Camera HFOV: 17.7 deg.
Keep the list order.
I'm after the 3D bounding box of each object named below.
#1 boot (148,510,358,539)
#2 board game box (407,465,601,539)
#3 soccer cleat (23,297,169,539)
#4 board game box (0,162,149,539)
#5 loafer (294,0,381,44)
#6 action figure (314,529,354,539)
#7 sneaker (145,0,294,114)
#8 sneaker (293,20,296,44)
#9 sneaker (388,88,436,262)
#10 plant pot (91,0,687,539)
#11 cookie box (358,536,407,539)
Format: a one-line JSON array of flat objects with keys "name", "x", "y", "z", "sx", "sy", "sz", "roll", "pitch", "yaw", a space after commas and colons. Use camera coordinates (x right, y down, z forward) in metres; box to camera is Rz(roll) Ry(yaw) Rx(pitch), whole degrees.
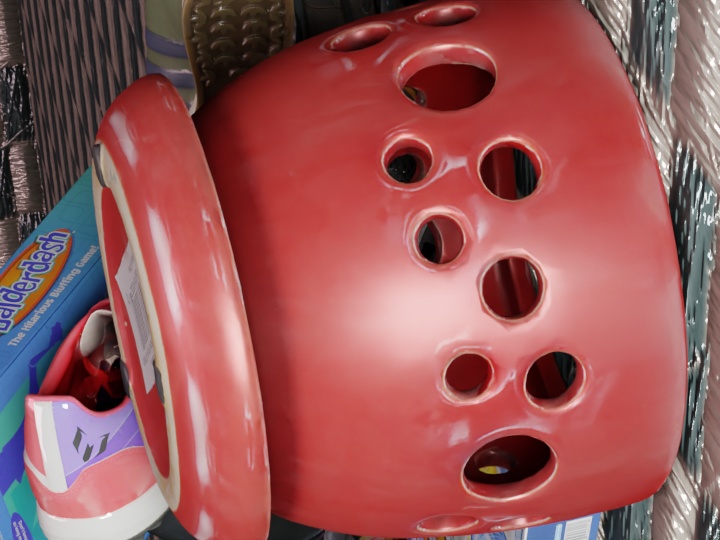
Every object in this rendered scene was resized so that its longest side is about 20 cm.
[{"name": "boot", "x": -0.023, "y": 0.163, "z": 1.012, "sx": 0.066, "sy": 0.165, "sz": 0.201, "roll": -39, "pitch": 61, "yaw": 25}, {"name": "board game box", "x": 0.060, "y": 0.115, "z": 1.030, "sx": 0.200, "sy": 0.034, "sz": 0.136, "roll": 92, "pitch": 162, "yaw": -47}, {"name": "soccer cleat", "x": -0.085, "y": 0.032, "z": 0.970, "sx": 0.200, "sy": 0.068, "sz": 0.073, "roll": -60, "pitch": -36, "yaw": -52}, {"name": "board game box", "x": -0.130, "y": 0.065, "z": 1.036, "sx": 0.200, "sy": 0.045, "sz": 0.153, "roll": -54, "pitch": -37, "yaw": -40}, {"name": "loafer", "x": 0.000, "y": -0.129, "z": 1.070, "sx": 0.072, "sy": 0.063, "sz": 0.201, "roll": -69, "pitch": -18, "yaw": -58}, {"name": "action figure", "x": 0.059, "y": 0.169, "z": 0.909, "sx": 0.200, "sy": 0.102, "sz": 0.119, "roll": 36, "pitch": 133, "yaw": 4}, {"name": "sneaker", "x": -0.066, "y": -0.103, "z": 1.063, "sx": 0.201, "sy": 0.067, "sz": 0.090, "roll": 103, "pitch": 160, "yaw": -54}, {"name": "sneaker", "x": -0.037, "y": -0.137, "z": 1.168, "sx": 0.082, "sy": 0.074, "sz": 0.201, "roll": -164, "pitch": 68, "yaw": -81}, {"name": "sneaker", "x": 0.000, "y": 0.000, "z": 1.037, "sx": 0.078, "sy": 0.077, "sz": 0.201, "roll": 11, "pitch": 122, "yaw": 30}, {"name": "plant pot", "x": 0.004, "y": 0.008, "z": 0.853, "sx": 0.200, "sy": 0.182, "sz": 0.201, "roll": 167, "pitch": 90, "yaw": -78}, {"name": "cookie box", "x": -0.004, "y": 0.198, "z": 1.305, "sx": 0.171, "sy": 0.075, "sz": 0.201, "roll": -156, "pitch": 55, "yaw": -73}]
